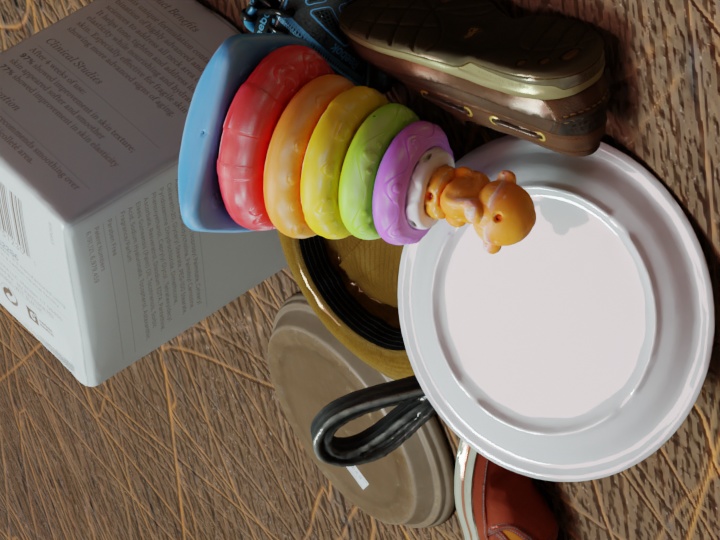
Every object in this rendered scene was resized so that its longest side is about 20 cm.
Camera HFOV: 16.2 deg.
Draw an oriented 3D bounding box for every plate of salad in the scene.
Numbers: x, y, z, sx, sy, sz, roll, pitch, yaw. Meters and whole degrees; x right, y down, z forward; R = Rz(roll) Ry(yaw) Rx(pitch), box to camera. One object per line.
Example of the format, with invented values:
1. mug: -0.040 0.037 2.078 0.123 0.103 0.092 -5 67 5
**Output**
1. plate of salad: 0.112 0.020 1.430 0.200 0.048 0.200 5 101 30

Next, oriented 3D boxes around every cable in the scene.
1. cable: 0.069 0.071 1.489 0.097 0.200 0.050 83 169 -45

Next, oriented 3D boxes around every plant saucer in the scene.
1. plant saucer: -0.005 0.108 1.843 0.200 0.029 0.200 42 152 29

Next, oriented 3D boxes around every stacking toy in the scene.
1. stacking toy: 0.010 -0.056 1.410 0.200 0.110 0.116 18 100 26

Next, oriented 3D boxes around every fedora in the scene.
1. fedora: 0.029 -0.020 1.562 0.201 0.082 0.201 37 144 32

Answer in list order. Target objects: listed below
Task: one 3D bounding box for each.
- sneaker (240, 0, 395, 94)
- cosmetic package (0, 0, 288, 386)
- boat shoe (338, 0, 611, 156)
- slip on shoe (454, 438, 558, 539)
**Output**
1. sneaker: -0.028 -0.171 1.489 0.073 0.082 0.200 35 146 43
2. cosmetic package: -0.160 -0.065 1.718 0.167 0.200 0.166 41 150 33
3. boat shoe: 0.060 -0.110 1.409 0.200 0.072 0.068 24 138 47
4. slip on shoe: 0.101 0.162 1.680 0.061 0.074 0.200 2 122 20
